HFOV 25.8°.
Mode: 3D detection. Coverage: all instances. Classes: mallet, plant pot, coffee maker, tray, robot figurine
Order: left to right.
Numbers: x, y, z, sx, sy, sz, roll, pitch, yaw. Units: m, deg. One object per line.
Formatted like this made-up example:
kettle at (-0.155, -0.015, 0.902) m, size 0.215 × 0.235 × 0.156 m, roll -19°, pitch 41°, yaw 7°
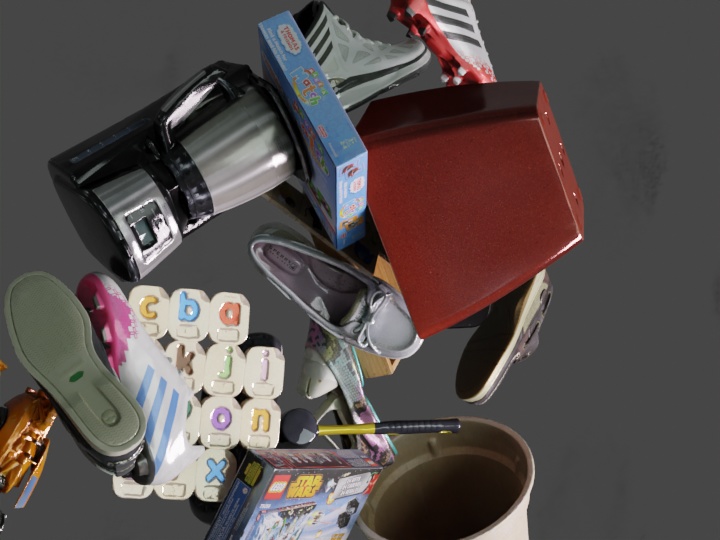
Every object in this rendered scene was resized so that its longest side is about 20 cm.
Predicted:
robot figurine at (-0.338, 0.177, 1.335) m, size 0.145 × 0.058 × 0.201 m, roll 39°, pitch 66°, yaw -37°
coffee maker at (-0.170, -0.089, 1.427) m, size 0.199 × 0.192 × 0.135 m, roll -32°, pitch 99°, yaw -17°
tray at (0.000, 0.000, 1.644) m, size 0.099 × 0.037 × 0.201 m, roll -57°, pitch 132°, yaw -57°
mallet at (0.008, 0.158, 1.591) m, size 0.198 × 0.066 × 0.042 m, roll -3°, pitch 75°, yaw -9°
plant pot at (0.106, 0.293, 1.695) m, size 0.200 × 0.199 × 0.185 m, roll -42°, pitch 130°, yaw -34°
plant pot at (0.113, -0.079, 1.513) m, size 0.200 × 0.175 × 0.202 m, roll -66°, pitch 136°, yaw -70°

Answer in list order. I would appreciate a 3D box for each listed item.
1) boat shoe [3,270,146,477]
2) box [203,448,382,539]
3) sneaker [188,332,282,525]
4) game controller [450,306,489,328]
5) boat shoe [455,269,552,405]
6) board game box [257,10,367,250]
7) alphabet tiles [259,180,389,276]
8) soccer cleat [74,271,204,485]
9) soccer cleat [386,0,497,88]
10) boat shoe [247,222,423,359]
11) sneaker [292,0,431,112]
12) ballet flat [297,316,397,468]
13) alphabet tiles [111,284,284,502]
boat shoe at (-0.251, 0.089, 1.364) m, size 0.071 × 0.201 × 0.068 m, roll -28°, pitch 156°, yaw -19°
box at (-0.070, 0.243, 1.546) m, size 0.199 × 0.040 × 0.138 m, roll 12°, pitch 109°, yaw -58°
sneaker at (-0.120, 0.161, 1.555) m, size 0.083 × 0.071 × 0.202 m, roll 42°, pitch 63°, yaw -64°
game controller at (0.109, -0.038, 1.716) m, size 0.104 × 0.042 × 0.202 m, roll 0°, pitch 92°, yaw -42°
boat shoe at (0.175, 0.076, 1.813) m, size 0.065 × 0.073 × 0.201 m, roll 43°, pitch 63°, yaw -30°
board game box at (-0.042, -0.122, 1.427) m, size 0.036 × 0.200 × 0.152 m, roll -26°, pitch 73°, yaw -8°
alphabet tiles at (-0.024, -0.089, 1.577) m, size 0.199 × 0.008 × 0.168 m, roll 37°, pitch 41°, yaw -23°
soccer cleat at (-0.200, 0.093, 1.427) m, size 0.086 × 0.070 × 0.202 m, roll -19°, pitch 96°, yaw -39°
soccer cleat at (0.108, -0.255, 1.736) m, size 0.200 × 0.068 × 0.086 m, roll 46°, pitch 66°, yaw -30°
boat shoe at (-0.026, 0.024, 1.557) m, size 0.201 × 0.065 × 0.075 m, roll 36°, pitch 98°, yaw -3°
sneaker at (-0.003, -0.235, 1.624) m, size 0.200 × 0.075 × 0.116 m, roll -35°, pitch 103°, yaw -50°
ballet flat at (-0.024, 0.132, 1.638) m, size 0.071 × 0.069 × 0.201 m, roll -29°, pitch 114°, yaw -17°
alphabet tiles at (-0.169, 0.116, 1.475) m, size 0.198 × 0.015 × 0.198 m, roll 5°, pitch 86°, yaw -21°
